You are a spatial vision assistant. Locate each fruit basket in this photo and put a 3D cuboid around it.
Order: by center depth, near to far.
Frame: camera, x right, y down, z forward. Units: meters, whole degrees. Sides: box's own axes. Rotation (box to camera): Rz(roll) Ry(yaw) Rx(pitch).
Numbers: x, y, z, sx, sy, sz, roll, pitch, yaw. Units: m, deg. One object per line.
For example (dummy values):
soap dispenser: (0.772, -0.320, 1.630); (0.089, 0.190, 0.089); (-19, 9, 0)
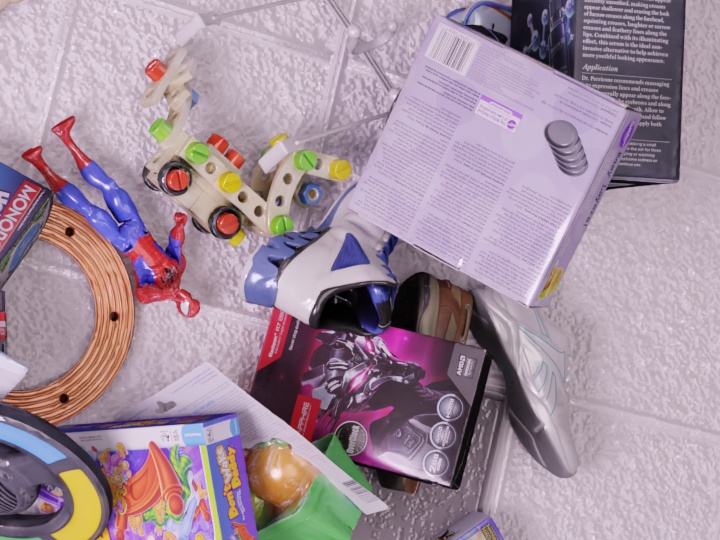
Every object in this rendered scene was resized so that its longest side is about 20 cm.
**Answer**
fruit basket: (-0.095, 0.160, 1.510); (0.200, 0.185, 0.094); (43, 51, -11)

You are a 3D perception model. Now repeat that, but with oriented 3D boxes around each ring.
ring: (-0.291, 0.036, 1.515); (0.200, 0.019, 0.201); (1, 88, -20)

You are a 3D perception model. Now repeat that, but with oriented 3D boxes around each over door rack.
over door rack: (-0.037, -0.185, 1.545); (0.200, 0.067, 0.148); (-26, 79, -38)

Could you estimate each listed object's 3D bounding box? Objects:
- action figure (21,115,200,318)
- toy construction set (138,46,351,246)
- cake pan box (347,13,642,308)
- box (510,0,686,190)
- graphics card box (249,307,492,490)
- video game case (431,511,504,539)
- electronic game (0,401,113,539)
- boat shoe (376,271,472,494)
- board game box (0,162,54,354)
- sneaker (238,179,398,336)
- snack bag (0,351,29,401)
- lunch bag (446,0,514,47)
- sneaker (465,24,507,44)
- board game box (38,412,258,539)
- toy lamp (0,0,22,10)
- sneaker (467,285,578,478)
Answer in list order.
action figure: (-0.190, -0.039, 1.499); (0.065, 0.099, 0.200); (-47, 110, -27)
toy construction set: (-0.115, -0.100, 1.544); (0.200, 0.092, 0.131); (39, 78, -15)
cake pan box: (0.105, -0.092, 1.478); (0.200, 0.052, 0.184); (28, 100, 22)
box: (0.204, -0.174, 1.558); (0.107, 0.148, 0.200); (3, 89, -16)
graphics card box: (0.005, 0.108, 1.557); (0.200, 0.051, 0.126); (14, 83, 13)
video game case: (0.087, 0.354, 1.639); (0.181, 0.045, 0.200); (-32, 100, -17)
electronic game: (-0.296, 0.167, 1.427); (0.200, 0.200, 0.042); (31, 47, -18)
boat shoe: (0.064, 0.104, 1.621); (0.074, 0.076, 0.200); (12, 86, -24)
board game box: (-0.342, 0.000, 1.434); (0.200, 0.062, 0.200); (30, 64, 5)
sneaker: (0.000, 0.000, 1.548); (0.115, 0.081, 0.199); (34, 46, 23)
snack bag: (-0.370, 0.078, 1.398); (0.188, 0.200, 0.021); (31, 50, -18)
lunch bag: (0.128, -0.149, 1.650); (0.160, 0.076, 0.200); (14, 85, -18)
sneaker: (0.099, -0.116, 1.571); (0.078, 0.070, 0.200); (-11, 110, -45)
board game box: (-0.178, 0.191, 1.462); (0.045, 0.200, 0.135); (-13, 94, -54)
toy lamp: (-0.249, -0.259, 1.517); (0.200, 0.058, 0.058); (-26, 98, -18)
sneaker: (0.171, 0.097, 1.664); (0.080, 0.070, 0.201); (-24, 97, -22)
